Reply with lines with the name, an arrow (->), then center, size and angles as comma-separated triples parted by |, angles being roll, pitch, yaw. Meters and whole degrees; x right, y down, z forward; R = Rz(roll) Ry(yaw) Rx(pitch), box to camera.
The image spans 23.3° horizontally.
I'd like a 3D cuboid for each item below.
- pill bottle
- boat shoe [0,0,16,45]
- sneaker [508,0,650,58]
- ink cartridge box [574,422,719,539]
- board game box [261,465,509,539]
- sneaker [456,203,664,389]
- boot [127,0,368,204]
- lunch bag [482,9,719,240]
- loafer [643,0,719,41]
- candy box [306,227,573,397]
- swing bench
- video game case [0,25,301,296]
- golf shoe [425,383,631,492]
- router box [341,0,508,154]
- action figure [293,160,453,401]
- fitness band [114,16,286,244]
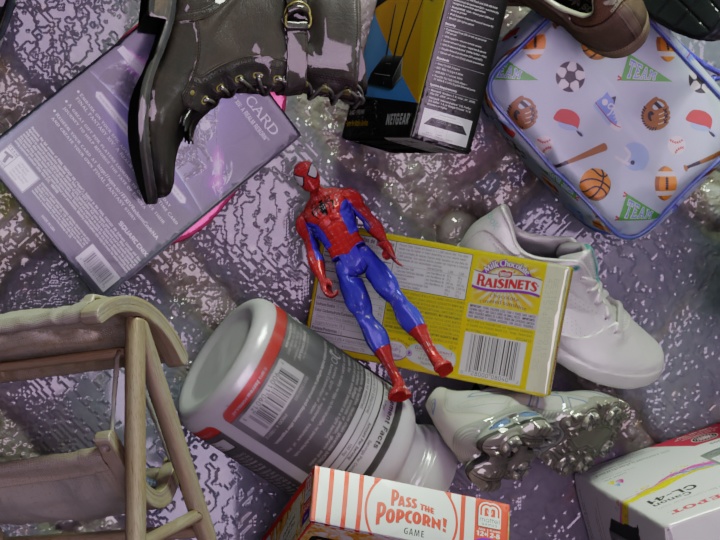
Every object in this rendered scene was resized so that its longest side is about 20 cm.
pill bottle -> -0.031, 0.119, 1.343 | 0.200, 0.116, 0.116 | 35, 86, -19
boat shoe -> -0.297, -0.168, 1.286 | 0.075, 0.062, 0.200 | 30, 98, -18
sneaker -> 0.134, -0.233, 1.324 | 0.071, 0.200, 0.076 | -53, 147, -6
ink cartridge box -> 0.273, 0.194, 1.373 | 0.147, 0.200, 0.086 | -17, 97, -11
board game box -> 0.007, 0.219, 1.323 | 0.151, 0.200, 0.046 | 13, 58, -13
sneaker -> 0.170, 0.019, 1.389 | 0.199, 0.075, 0.089 | 30, 121, -12
boot -> -0.079, -0.141, 1.290 | 0.173, 0.069, 0.201 | 6, 92, -15
lunch bag -> 0.201, -0.131, 1.395 | 0.160, 0.076, 0.200 | -45, 101, -2
loafer -> 0.239, -0.237, 1.346 | 0.072, 0.200, 0.073 | 20, 119, -39
candy box -> 0.059, 0.029, 1.362 | 0.199, 0.026, 0.103 | 11, 90, 15
swing bench -> -0.230, 0.121, 1.258 | 0.198, 0.130, 0.201 | -7, 94, 22
video game case -> -0.164, -0.095, 1.317 | 0.200, 0.019, 0.143 | -40, 104, -8
golf shoe -> 0.135, 0.112, 1.389 | 0.200, 0.097, 0.079 | 2, 123, -48
router box -> 0.048, -0.163, 1.300 | 0.051, 0.200, 0.150 | 15, 90, -15
action figure -> 0.000, 0.000, 1.337 | 0.065, 0.052, 0.201 | -33, 71, 9
fitness band -> -0.145, -0.113, 1.346 | 0.143, 0.037, 0.200 | 39, 87, -12
